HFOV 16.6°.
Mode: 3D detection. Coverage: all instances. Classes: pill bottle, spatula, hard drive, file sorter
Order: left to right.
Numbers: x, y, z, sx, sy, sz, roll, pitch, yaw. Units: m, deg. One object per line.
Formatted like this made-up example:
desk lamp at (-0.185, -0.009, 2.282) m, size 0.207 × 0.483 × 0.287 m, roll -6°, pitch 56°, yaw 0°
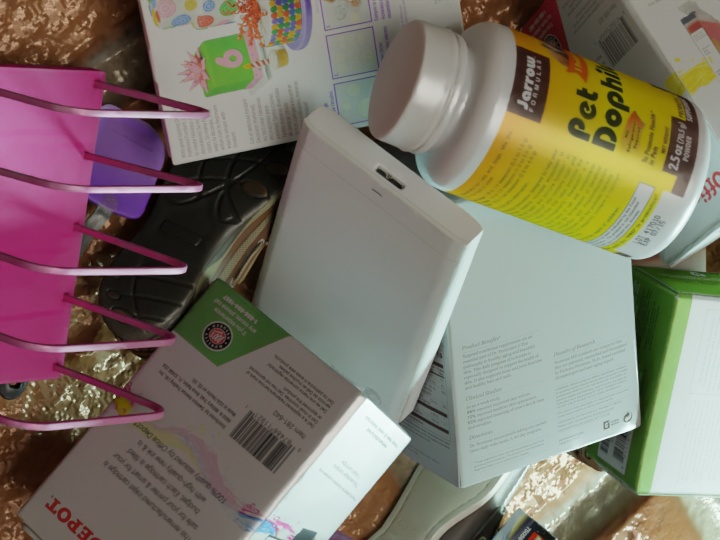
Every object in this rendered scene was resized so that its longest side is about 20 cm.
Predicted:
file sorter at (-0.181, -0.014, 1.482) m, size 0.139 × 0.125 × 0.200 m, roll -3°, pitch 106°, yaw -51°
spatula at (-0.185, -0.007, 1.591) m, size 0.056 × 0.021 × 0.200 m, roll 26°, pitch 91°, yaw -29°
hard drive at (0.000, 0.000, 1.584) m, size 0.026 × 0.132 × 0.200 m, roll -41°, pitch 162°, yaw -35°
pill bottle at (0.109, -0.086, 1.535) m, size 0.200 × 0.109 × 0.109 m, roll 19°, pitch 94°, yaw -20°

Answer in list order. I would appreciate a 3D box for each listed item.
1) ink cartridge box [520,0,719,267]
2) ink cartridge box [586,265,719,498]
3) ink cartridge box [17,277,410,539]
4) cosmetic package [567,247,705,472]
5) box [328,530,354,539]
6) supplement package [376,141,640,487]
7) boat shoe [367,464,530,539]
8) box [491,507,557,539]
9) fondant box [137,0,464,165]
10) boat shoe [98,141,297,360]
ink cartridge box at (0.213, -0.123, 1.678) m, size 0.083 × 0.145 × 0.200 m, roll -27°, pitch 81°, yaw -24°
ink cartridge box at (0.277, 0.082, 1.755) m, size 0.200 × 0.076 × 0.148 m, roll 4°, pitch 105°, yaw -25°
ink cartridge box at (-0.092, 0.130, 1.541) m, size 0.200 × 0.145 × 0.084 m, roll -50°, pitch 146°, yaw -4°
cosmetic package at (0.190, 0.033, 1.798) m, size 0.103 × 0.087 × 0.200 m, roll -14°, pitch 111°, yaw -26°
box at (-0.081, 0.241, 1.613) m, size 0.097 × 0.200 × 0.176 m, roll 21°, pitch 93°, yaw -60°
supplement package at (0.084, 0.015, 1.687) m, size 0.152 × 0.151 × 0.200 m, roll -16°, pitch 113°, yaw -27°
boat shoe at (0.063, 0.184, 1.777) m, size 0.200 × 0.072 × 0.060 m, roll -51°, pitch 129°, yaw -4°
box at (0.064, 0.268, 1.771) m, size 0.040 × 0.137 × 0.200 m, roll 39°, pitch 80°, yaw 11°
fondant box at (-0.037, -0.159, 1.563) m, size 0.200 × 0.058 × 0.145 m, roll -12°, pitch 120°, yaw -5°
boat shoe at (-0.099, -0.025, 1.618) m, size 0.200 × 0.076 × 0.074 m, roll -51°, pitch 157°, yaw -19°
